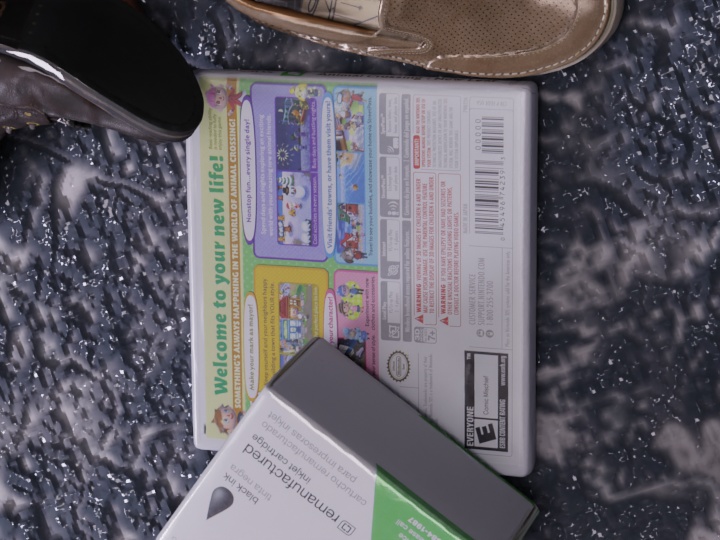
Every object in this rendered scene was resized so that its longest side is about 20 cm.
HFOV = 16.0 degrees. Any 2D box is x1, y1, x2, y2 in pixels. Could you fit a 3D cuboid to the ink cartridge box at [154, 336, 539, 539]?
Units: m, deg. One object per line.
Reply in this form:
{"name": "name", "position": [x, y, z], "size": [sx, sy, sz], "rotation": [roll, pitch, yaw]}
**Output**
{"name": "ink cartridge box", "position": [-0.030, 0.159, 1.295], "size": [0.146, 0.084, 0.200], "rotation": [37, 115, 4]}

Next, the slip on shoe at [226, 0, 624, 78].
{"name": "slip on shoe", "position": [0.026, -0.136, 1.247], "size": [0.200, 0.061, 0.076], "rotation": [13, 104, 16]}

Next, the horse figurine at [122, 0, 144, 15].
{"name": "horse figurine", "position": [-0.198, -0.184, 1.319], "size": [0.132, 0.050, 0.200], "rotation": [-15, 97, 26]}

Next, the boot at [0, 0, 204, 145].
{"name": "boot", "position": [-0.191, -0.074, 1.318], "size": [0.200, 0.069, 0.174], "rotation": [26, 133, -2]}

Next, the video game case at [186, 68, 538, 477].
{"name": "video game case", "position": [0.000, 0.000, 1.300], "size": [0.182, 0.022, 0.200], "rotation": [4, 104, 17]}
